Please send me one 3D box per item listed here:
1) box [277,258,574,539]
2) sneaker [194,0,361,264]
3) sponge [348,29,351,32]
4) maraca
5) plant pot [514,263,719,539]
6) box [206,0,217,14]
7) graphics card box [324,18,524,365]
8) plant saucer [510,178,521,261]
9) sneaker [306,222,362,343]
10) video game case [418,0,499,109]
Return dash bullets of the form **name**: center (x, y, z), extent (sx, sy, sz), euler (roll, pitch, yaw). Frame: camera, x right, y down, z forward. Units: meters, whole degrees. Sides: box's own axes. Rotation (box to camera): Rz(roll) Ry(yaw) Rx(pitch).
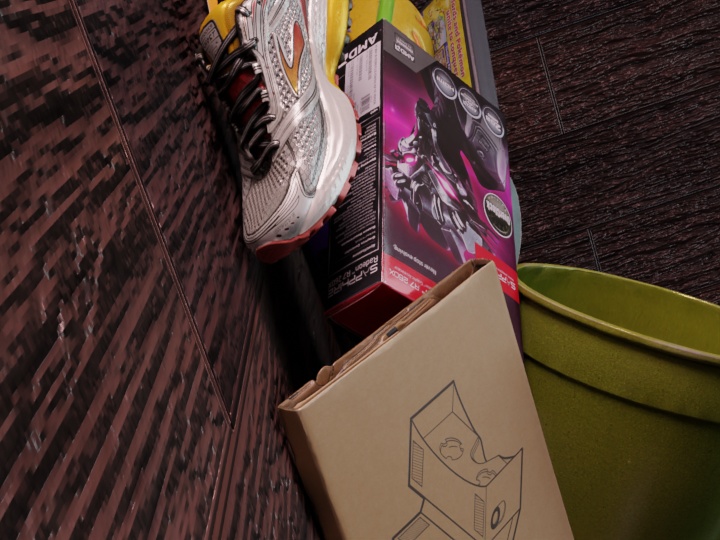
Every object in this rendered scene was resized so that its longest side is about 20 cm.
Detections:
- **box**: center (0.046, 0.118, 0.621), extent (0.163, 0.021, 0.202), euler (-34, 113, -40)
- **sneaker**: center (-0.054, -0.096, 0.626), extent (0.081, 0.078, 0.203), euler (19, 53, -37)
- **sponge**: center (-0.076, -0.287, 0.970), extent (0.202, 0.030, 0.111), euler (63, 12, 10)
- **maraca**: center (0.011, -0.167, 1.050), extent (0.138, 0.105, 0.202), euler (97, 1, -49)
- **plant pot**: center (0.168, 0.118, 0.761), extent (0.200, 0.197, 0.196), euler (-89, -168, -79)
- **box**: center (-0.065, -0.132, 0.779), extent (0.120, 0.041, 0.202), euler (68, 4, -53)
- **graphics card box**: center (0.039, -0.039, 0.714), extent (0.125, 0.051, 0.202), euler (31, 45, -35)
- **plant saucer**: center (0.072, -0.013, 1.090), extent (0.036, 0.201, 0.202), euler (15, 40, -29)
- **sneaker**: center (0.001, 0.000, 0.920), extent (0.201, 0.069, 0.101), euler (65, 10, -61)
- **video game case**: center (0.060, -0.150, 1.109), extent (0.181, 0.025, 0.202), euler (-41, -136, 46)
